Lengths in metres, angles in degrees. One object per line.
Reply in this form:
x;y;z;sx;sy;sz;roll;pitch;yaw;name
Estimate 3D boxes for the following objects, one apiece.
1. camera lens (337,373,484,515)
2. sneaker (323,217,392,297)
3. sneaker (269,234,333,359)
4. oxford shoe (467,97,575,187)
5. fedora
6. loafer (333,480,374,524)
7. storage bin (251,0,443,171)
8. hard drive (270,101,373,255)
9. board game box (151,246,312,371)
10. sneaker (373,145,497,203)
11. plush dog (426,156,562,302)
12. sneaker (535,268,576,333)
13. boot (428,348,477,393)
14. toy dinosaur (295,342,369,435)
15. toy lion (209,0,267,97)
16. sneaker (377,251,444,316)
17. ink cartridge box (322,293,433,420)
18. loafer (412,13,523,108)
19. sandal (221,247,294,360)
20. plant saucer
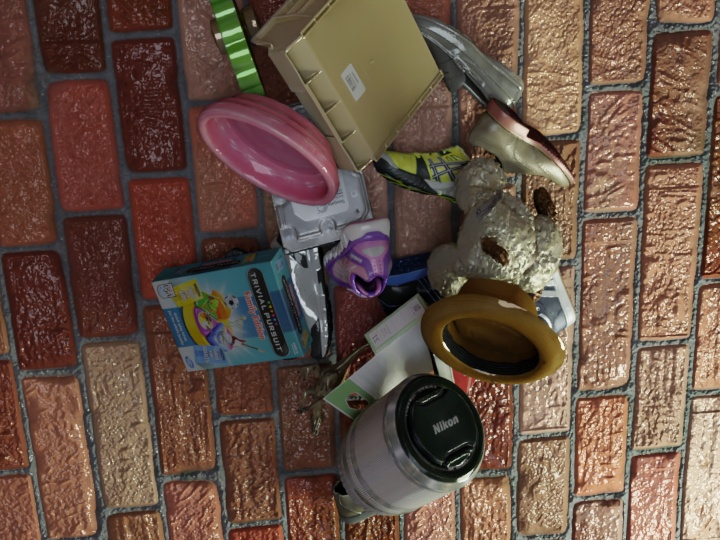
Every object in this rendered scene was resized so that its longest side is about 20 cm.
0.070;0.251;1.137;0.158;0.162;0.200;30;142;-12;camera lens
0.000;0.000;1.119;0.078;0.200;0.091;-12;77;-15;sneaker
-0.086;0.034;1.190;0.078;0.074;0.206;-9;98;2;sneaker
0.232;-0.168;1.150;0.198;0.071;0.075;31;114;-30;oxford shoe
0.176;0.071;1.049;0.195;0.083;0.203;11;144;8;fedora
0.040;0.332;1.270;0.197;0.076;0.070;-31;121;4;loafer
-0.013;-0.266;1.021;0.200;0.093;0.201;-52;130;-21;storage bin
-0.065;-0.137;1.128;0.136;0.038;0.205;-13;89;0;hard drive
-0.185;0.060;1.153;0.195;0.047;0.154;-9;114;20;board game box
0.111;-0.147;1.159;0.195;0.075;0.078;14;93;-17;sneaker
0.209;-0.035;1.098;0.168;0.160;0.205;10;103;-31;plush dog
0.244;0.026;1.198;0.107;0.070;0.203;-34;109;-14;sneaker
0.179;0.139;1.189;0.141;0.073;0.202;-19;139;-3;boot
-0.044;0.162;1.217;0.058;0.100;0.202;43;109;26;toy dinosaur
-0.166;-0.320;1.004;0.067;0.194;0.203;-18;129;0;toy lion
0.120;0.017;1.205;0.194;0.071;0.080;-8;119;-2;sneaker
0.043;0.138;1.196;0.198;0.048;0.146;-36;144;7;ink cartridge box
0.139;-0.285;1.118;0.197;0.070;0.071;31;93;-13;loafer
-0.147;0.048;1.199;0.074;0.045;0.202;-18;119;23;sandal
-0.110;-0.157;1.015;0.198;0.200;0.052;31;73;-12;plant saucer
